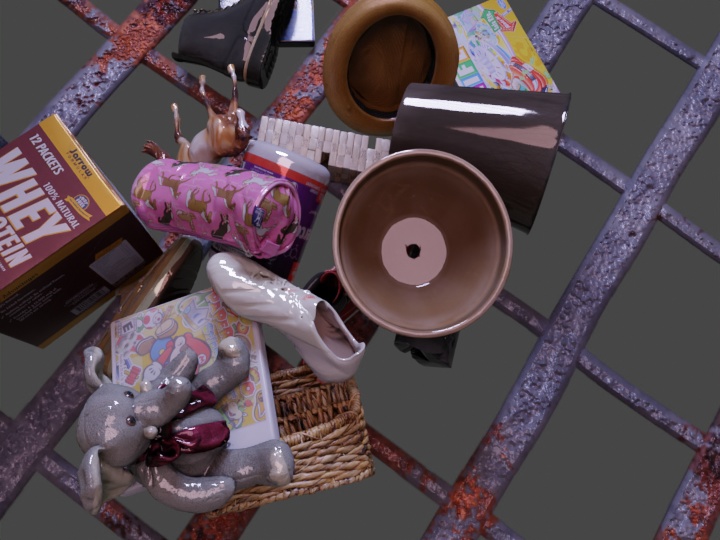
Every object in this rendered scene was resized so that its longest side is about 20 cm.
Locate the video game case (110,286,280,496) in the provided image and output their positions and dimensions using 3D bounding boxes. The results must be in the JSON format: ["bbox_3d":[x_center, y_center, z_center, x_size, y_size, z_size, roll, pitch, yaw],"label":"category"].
[{"bbox_3d":[-0.188,0.121,0.710,0.179,0.023,0.203,-18,60,6],"label":"video game case"}]

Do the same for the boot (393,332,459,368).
[{"bbox_3d":[0.079,0.004,0.819,0.164,0.065,0.203,30,74,-28],"label":"boot"}]

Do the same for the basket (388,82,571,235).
[{"bbox_3d":[0.144,-0.158,0.829,0.197,0.136,0.183,16,112,10],"label":"basket"}]

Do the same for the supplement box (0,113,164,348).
[{"bbox_3d":[-0.364,-0.034,0.754,0.196,0.200,0.133,-38,80,-13],"label":"supplement box"}]

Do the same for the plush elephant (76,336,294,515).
[{"bbox_3d":[-0.186,0.142,0.596,0.197,0.155,0.166,-24,60,2],"label":"plush elephant"}]

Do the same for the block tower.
[{"bbox_3d":[-0.051,-0.159,0.885,0.196,0.054,0.059,9,74,-2],"label":"block tower"}]

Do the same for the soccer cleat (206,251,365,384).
[{"bbox_3d":[-0.077,0.040,0.694,0.199,0.078,0.069,40,45,0],"label":"soccer cleat"}]

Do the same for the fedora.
[{"bbox_3d":[0.037,-0.287,0.884,0.197,0.203,0.082,-5,39,-5],"label":"fedora"}]

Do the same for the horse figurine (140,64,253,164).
[{"bbox_3d":[-0.207,-0.174,0.843,0.199,0.050,0.135,-29,69,33],"label":"horse figurine"}]

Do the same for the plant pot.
[{"bbox_3d":[0.066,-0.027,0.735,0.197,0.093,0.205,0,86,-2],"label":"plant pot"}]

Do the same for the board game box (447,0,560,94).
[{"bbox_3d":[0.195,-0.290,0.946,0.133,0.034,0.202,-24,78,-9],"label":"board game box"}]

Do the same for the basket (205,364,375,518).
[{"bbox_3d":[-0.093,0.184,0.746,0.196,0.143,0.152,-10,77,-7],"label":"basket"}]

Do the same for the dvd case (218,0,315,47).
[{"bbox_3d":[-0.141,-0.426,0.966,0.140,0.018,0.204,-2,76,-4],"label":"dvd case"}]

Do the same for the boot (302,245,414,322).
[{"bbox_3d":[0.000,0.000,0.800,0.072,0.144,0.200,43,76,8],"label":"boot"}]

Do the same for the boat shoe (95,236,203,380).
[{"bbox_3d":[-0.275,0.038,0.813,0.075,0.072,0.202,25,75,15],"label":"boat shoe"}]

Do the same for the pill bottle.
[{"bbox_3d":[-0.119,-0.050,0.807,0.111,0.112,0.203,21,94,2],"label":"pill bottle"}]

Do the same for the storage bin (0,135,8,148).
[{"bbox_3d":[-0.540,-0.107,0.793,0.197,0.135,0.095,-23,78,-9],"label":"storage bin"}]

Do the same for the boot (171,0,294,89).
[{"bbox_3d":[-0.173,-0.368,0.905,0.136,0.078,0.203,16,75,5],"label":"boot"}]

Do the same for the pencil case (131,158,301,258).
[{"bbox_3d":[-0.164,-0.073,0.725,0.197,0.084,0.086,14,33,29],"label":"pencil case"}]
